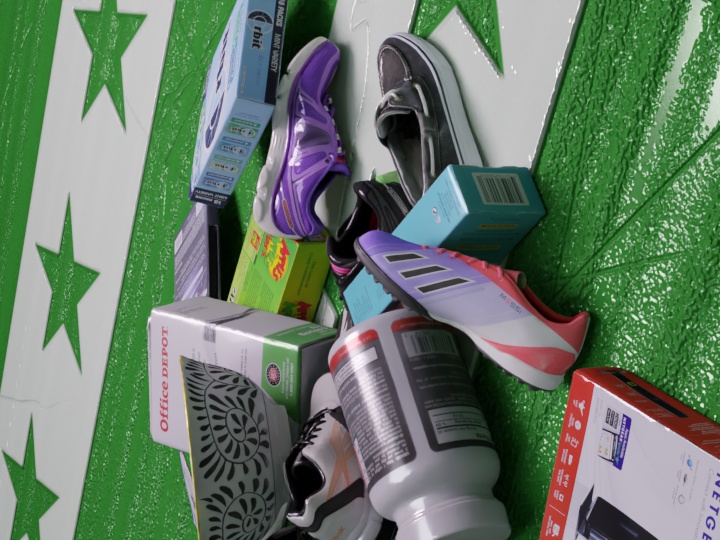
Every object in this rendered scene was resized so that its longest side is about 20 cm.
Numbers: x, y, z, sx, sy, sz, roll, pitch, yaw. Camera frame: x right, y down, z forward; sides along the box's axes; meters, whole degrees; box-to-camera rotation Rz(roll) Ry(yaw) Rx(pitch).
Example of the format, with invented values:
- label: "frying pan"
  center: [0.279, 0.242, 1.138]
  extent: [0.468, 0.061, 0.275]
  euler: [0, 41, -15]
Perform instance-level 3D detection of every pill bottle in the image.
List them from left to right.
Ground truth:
- label: "pill bottle"
  center: [0.051, 0.143, 1.307]
  extent: [0.116, 0.115, 0.201]
  euler: [-49, 50, 47]

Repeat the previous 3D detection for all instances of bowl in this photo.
- label: "bowl"
  center: [-0.111, 0.172, 1.410]
  extent: [0.201, 0.094, 0.202]
  euler: [173, 90, -83]

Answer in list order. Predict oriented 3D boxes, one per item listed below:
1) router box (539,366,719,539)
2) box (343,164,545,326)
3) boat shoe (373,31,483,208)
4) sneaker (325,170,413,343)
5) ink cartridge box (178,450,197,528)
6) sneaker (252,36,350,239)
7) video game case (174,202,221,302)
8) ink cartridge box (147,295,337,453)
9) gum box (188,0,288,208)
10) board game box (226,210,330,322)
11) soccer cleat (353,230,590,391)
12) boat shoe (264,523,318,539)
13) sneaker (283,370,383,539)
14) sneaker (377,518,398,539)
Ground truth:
- label: "router box"
  center: [0.208, 0.195, 1.116]
  extent: [0.179, 0.049, 0.201]
  euler: [32, 117, 54]
- label: "box"
  center: [0.068, -0.013, 1.308]
  extent: [0.200, 0.082, 0.049]
  euler: [-51, 49, 47]
- label: "boat shoe"
  center: [0.048, -0.135, 1.348]
  extent: [0.072, 0.071, 0.201]
  euler: [-58, 43, 41]
- label: "sneaker"
  center: [0.000, 0.000, 1.417]
  extent: [0.077, 0.083, 0.201]
  euler: [38, 123, 52]
- label: "ink cartridge box"
  center: [-0.137, 0.306, 1.619]
  extent: [0.200, 0.040, 0.201]
  euler: [91, 158, -59]
- label: "sneaker"
  center: [-0.044, -0.128, 1.516]
  extent: [0.081, 0.083, 0.201]
  euler: [13, -92, -78]
- label: "video game case"
  center: [-0.185, 0.023, 1.731]
  extent: [0.143, 0.019, 0.201]
  euler: [130, 141, -57]
- label: "ink cartridge box"
  center: [-0.113, 0.116, 1.536]
  extent: [0.199, 0.084, 0.147]
  euler: [13, 109, 36]
- label: "gum box"
  center: [-0.125, -0.187, 1.577]
  extent: [0.200, 0.044, 0.171]
  euler: [124, 154, -57]
- label: "board game box"
  center: [-0.092, 0.029, 1.603]
  extent: [0.102, 0.047, 0.201]
  euler: [51, 133, 44]
- label: "soccer cleat"
  center: [0.088, 0.015, 1.223]
  extent: [0.200, 0.068, 0.073]
  euler: [34, 109, 9]
- label: "boat shoe"
  center: [-0.040, 0.274, 1.515]
  extent: [0.200, 0.056, 0.069]
  euler: [-34, 62, 54]
- label: "sneaker"
  center: [-0.027, 0.158, 1.366]
  extent: [0.074, 0.080, 0.200]
  euler: [-46, 30, 29]
- label: "sneaker"
  center: [0.015, 0.212, 1.411]
  extent: [0.075, 0.079, 0.201]
  euler: [-32, 42, 44]
